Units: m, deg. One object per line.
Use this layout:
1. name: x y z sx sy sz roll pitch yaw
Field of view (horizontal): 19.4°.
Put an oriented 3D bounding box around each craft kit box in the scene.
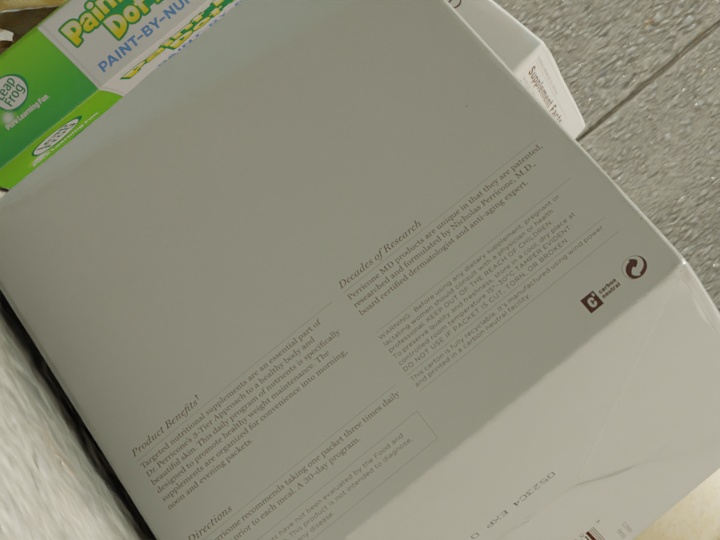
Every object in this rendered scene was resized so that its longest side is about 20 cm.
1. craft kit box: -0.092 -0.111 0.996 0.049 0.200 0.198 51 2 6

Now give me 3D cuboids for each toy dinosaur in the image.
1. toy dinosaur: -0.169 -0.134 1.109 0.200 0.058 0.101 -5 4 -45

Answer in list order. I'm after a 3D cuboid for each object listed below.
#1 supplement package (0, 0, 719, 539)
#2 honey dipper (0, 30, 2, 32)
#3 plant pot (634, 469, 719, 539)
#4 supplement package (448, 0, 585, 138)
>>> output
1. supplement package: 0.004 0.021 0.761 0.200 0.191 0.147 52 2 34
2. honey dipper: -0.243 -0.179 1.315 0.038 0.038 0.200 50 -1 -21
3. plant pot: 0.078 0.077 0.958 0.183 0.200 0.200 38 7 -29
4. supplement package: -0.003 -0.051 1.038 0.114 0.200 0.110 42 -2 24
